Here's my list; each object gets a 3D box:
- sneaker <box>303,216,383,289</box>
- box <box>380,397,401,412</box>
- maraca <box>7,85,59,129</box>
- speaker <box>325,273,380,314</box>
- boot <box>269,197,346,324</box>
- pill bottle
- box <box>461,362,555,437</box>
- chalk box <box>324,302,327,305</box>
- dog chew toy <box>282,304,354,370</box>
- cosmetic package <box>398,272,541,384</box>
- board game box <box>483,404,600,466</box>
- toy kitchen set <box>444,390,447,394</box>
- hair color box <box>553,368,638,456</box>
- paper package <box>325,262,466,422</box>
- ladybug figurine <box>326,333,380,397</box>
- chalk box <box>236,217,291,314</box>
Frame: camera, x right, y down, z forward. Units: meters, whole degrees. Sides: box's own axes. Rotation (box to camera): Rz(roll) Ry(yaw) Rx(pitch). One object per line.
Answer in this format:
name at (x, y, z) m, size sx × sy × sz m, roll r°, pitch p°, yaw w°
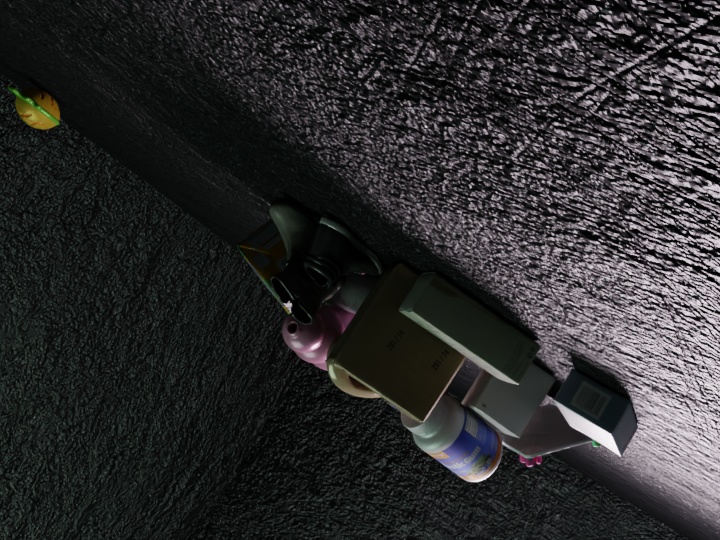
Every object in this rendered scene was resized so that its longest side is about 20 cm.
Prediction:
sneaker at (-0.033, -0.008, 1.399) m, size 0.070 × 0.100 × 0.200 m, roll 26°, pitch 173°, yaw 34°
box at (0.131, 0.215, 1.775) m, size 0.049 × 0.201 × 0.198 m, roll 36°, pitch 172°, yaw -10°
maraca at (-0.941, -0.475, 2.370) m, size 0.136 × 0.108 × 0.200 m, roll 30°, pitch 173°, yaw 6°
speaker at (0.033, 0.053, 1.478) m, size 0.198 × 0.082 × 0.081 m, roll 20°, pitch 168°, yaw 24°
boot at (-0.111, -0.018, 1.398) m, size 0.067 × 0.131 × 0.201 m, roll -25°, pitch 104°, yaw 43°
pill bottle at (0.167, 0.302, 1.527) m, size 0.200 × 0.113 × 0.112 m, roll 39°, pitch 171°, yaw -31°
box at (0.267, 0.224, 1.511) m, size 0.097 × 0.125 × 0.200 m, roll 33°, pitch 174°, yaw 5°
chalk box at (0.012, 0.112, 1.869) m, size 0.199 × 0.126 × 0.124 m, roll 32°, pitch 173°, yaw 3°
dog chew toy at (-0.074, 0.117, 1.508) m, size 0.124 × 0.126 × 0.199 m, roll 29°, pitch -176°, yaw 29°
cosmetic package at (0.165, 0.087, 1.254) m, size 0.199 × 0.072 × 0.105 m, roll 35°, pitch 174°, yaw -8°
board game box at (0.357, 0.323, 1.623) m, size 0.197 × 0.026 × 0.200 m, roll -9°, pitch -170°, yaw -22°
toy kitchen set at (0.090, 0.164, 1.577) m, size 0.198 × 0.183 × 0.163 m, roll 21°, pitch 173°, yaw -4°
hair color box at (0.377, 0.228, 1.300) m, size 0.098 × 0.061 × 0.200 m, roll 30°, pitch 172°, yaw 29°
paper package at (0.075, 0.118, 1.346) m, size 0.190 × 0.201 × 0.103 m, roll 34°, pitch 173°, yaw -5°
ladybug figurine at (0.023, 0.158, 1.463) m, size 0.198 × 0.137 × 0.072 m, roll 16°, pitch -160°, yaw -31°
chalk box at (-0.135, -0.004, 1.606) m, size 0.124 × 0.124 × 0.200 m, roll 48°, pitch 171°, yaw 23°
